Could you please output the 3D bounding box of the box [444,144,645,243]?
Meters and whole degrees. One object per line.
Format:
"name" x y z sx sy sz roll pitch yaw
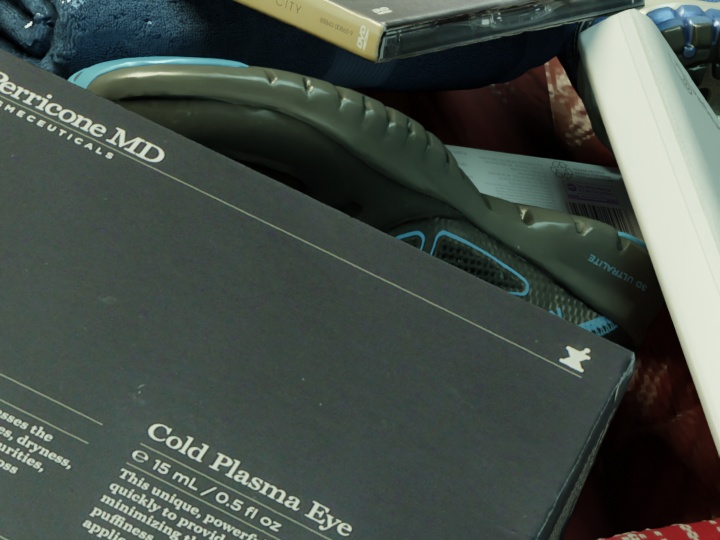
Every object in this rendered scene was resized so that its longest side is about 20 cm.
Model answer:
"box" -0.005 -0.017 0.906 0.199 0.039 0.042 6 46 -26

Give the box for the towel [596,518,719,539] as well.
"towel" 0.082 0.139 0.820 0.200 0.023 0.145 -7 52 -37

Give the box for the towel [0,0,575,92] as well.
"towel" -0.037 -0.087 0.927 0.200 0.049 0.112 -3 25 -36

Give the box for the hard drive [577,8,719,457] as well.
"hard drive" 0.123 0.030 0.872 0.132 0.027 0.200 49 19 -44

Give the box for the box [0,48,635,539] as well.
"box" -0.060 0.065 0.726 0.200 0.104 0.182 26 42 8

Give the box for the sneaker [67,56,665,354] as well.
"sneaker" 0.000 0.000 0.838 0.200 0.073 0.082 24 80 -24

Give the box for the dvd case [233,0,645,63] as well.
"dvd case" -0.028 -0.114 0.911 0.200 0.016 0.149 26 25 30

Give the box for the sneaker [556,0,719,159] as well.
"sneaker" 0.144 -0.070 1.012 0.200 0.077 0.085 14 24 -40
